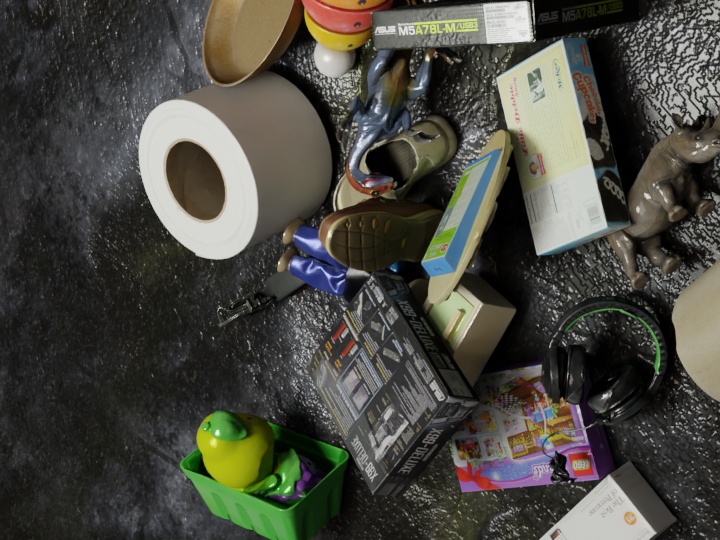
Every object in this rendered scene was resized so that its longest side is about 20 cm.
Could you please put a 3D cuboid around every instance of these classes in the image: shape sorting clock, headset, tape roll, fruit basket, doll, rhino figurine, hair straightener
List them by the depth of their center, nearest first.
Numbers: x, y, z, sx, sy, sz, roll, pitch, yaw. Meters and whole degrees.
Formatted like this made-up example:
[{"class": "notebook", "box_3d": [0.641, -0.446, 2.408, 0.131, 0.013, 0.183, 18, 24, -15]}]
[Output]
[{"class": "rhino figurine", "box_3d": [0.309, -0.083, 1.477, 0.088, 0.060, 0.200, 59, 135, 42]}, {"class": "headset", "box_3d": [0.244, 0.126, 1.555, 0.123, 0.094, 0.201, 23, 108, 0]}, {"class": "shape sorting clock", "box_3d": [0.118, -0.056, 1.584, 0.039, 0.200, 0.200, 26, 126, -6]}, {"class": "doll", "box_3d": [0.000, 0.000, 1.758, 0.199, 0.048, 0.137, 23, 118, 19]}, {"class": "tape roll", "box_3d": [-0.153, -0.130, 1.801, 0.202, 0.139, 0.203, 20, 123, 35]}, {"class": "hair straightener", "box_3d": [-0.129, 0.029, 1.888, 0.200, 0.077, 0.041, -24, 87, 43]}, {"class": "fruit basket", "box_3d": [-0.134, 0.240, 1.902, 0.215, 0.155, 0.216, 25, 133, 30]}]

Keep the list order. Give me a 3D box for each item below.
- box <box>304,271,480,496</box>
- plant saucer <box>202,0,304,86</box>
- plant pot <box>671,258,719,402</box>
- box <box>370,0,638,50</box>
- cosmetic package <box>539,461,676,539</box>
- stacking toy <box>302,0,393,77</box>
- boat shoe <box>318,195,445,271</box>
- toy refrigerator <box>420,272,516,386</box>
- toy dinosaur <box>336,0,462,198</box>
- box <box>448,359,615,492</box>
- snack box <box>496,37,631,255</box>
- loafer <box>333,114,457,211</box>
[{"class": "box", "box_3d": [0.031, 0.126, 1.657, 0.158, 0.050, 0.200, -55, 47, 27]}, {"class": "plant saucer", "box_3d": [-0.119, -0.308, 1.758, 0.200, 0.035, 0.201, -29, 52, 45]}, {"class": "plant pot", "box_3d": [0.396, 0.036, 1.370, 0.201, 0.200, 0.183, 62, 144, 8]}, {"class": "box", "box_3d": [0.145, -0.255, 1.482, 0.200, 0.193, 0.048, 5, 109, 41]}, {"class": "cosmetic package", "box_3d": [0.257, 0.306, 1.652, 0.083, 0.051, 0.200, 50, 130, 17]}, {"class": "stacking toy", "box_3d": [-0.016, -0.301, 1.681, 0.146, 0.146, 0.200, 41, 145, 25]}, {"class": "boat shoe", "box_3d": [0.019, -0.046, 1.653, 0.067, 0.200, 0.072, 34, 115, 34]}, {"class": "toy refrigerator", "box_3d": [0.088, 0.104, 1.684, 0.076, 0.070, 0.200, 44, 113, 40]}, {"class": "toy dinosaur", "box_3d": [0.038, -0.179, 1.638, 0.105, 0.200, 0.182, 27, 121, -8]}, {"class": "box", "box_3d": [0.183, 0.176, 1.685, 0.200, 0.039, 0.137, -13, 93, 43]}, {"class": "snack box", "box_3d": [0.208, -0.126, 1.531, 0.116, 0.037, 0.201, -24, 76, 56]}, {"class": "loafer", "box_3d": [0.026, -0.114, 1.713, 0.200, 0.068, 0.076, -40, 75, 41]}]
